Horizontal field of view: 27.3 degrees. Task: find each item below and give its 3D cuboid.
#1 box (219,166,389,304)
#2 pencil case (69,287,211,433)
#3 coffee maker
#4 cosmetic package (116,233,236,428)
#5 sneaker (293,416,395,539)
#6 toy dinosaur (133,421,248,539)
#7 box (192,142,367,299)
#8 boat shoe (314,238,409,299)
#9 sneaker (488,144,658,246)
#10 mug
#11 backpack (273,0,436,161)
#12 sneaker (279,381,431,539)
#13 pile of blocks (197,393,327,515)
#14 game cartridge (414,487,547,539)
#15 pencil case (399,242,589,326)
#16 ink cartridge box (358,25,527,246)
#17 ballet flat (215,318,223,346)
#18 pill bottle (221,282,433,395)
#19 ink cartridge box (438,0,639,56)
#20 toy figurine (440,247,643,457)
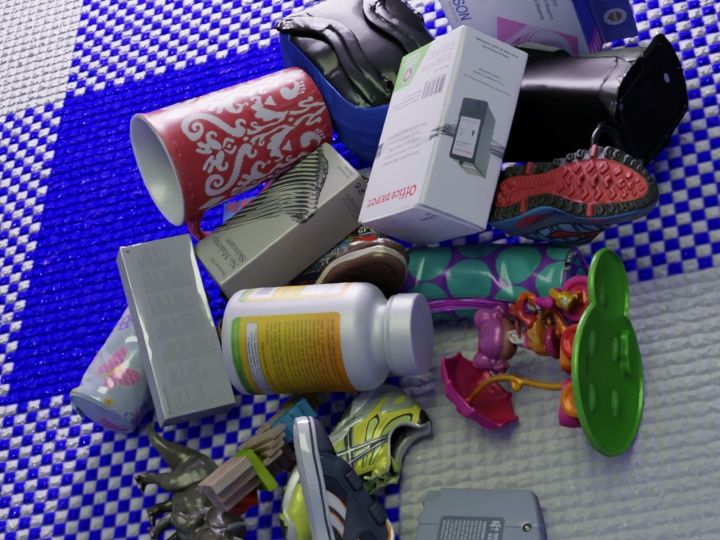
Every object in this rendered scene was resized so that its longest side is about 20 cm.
[{"bbox_3d":[-0.065,-0.039,1.731,0.200,0.038,0.137,-14,51,16],"label":"box"},{"bbox_3d":[-0.251,0.086,1.693,0.091,0.083,0.200,19,65,19],"label":"pencil case"},{"bbox_3d":[0.222,-0.177,1.611,0.200,0.135,0.192,6,22,42],"label":"coffee maker"},{"bbox_3d":[-0.206,0.066,1.638,0.082,0.051,0.200,-11,75,-21],"label":"cosmetic package"},{"bbox_3d":[-0.013,0.233,1.433,0.079,0.200,0.078,-12,4,-7],"label":"sneaker"},{"bbox_3d":[-0.177,0.242,1.562,0.102,0.077,0.200,-19,44,-5],"label":"toy dinosaur"},{"bbox_3d":[-0.084,-0.047,1.675,0.200,0.068,0.082,-39,49,-7],"label":"box"},{"bbox_3d":[-0.006,-0.003,1.588,0.202,0.075,0.075,-35,34,57],"label":"boat shoe"},{"bbox_3d":[0.221,-0.069,1.495,0.200,0.095,0.079,-1,66,43],"label":"sneaker"},{"bbox_3d":[-0.146,-0.138,1.704,0.200,0.178,0.134,-25,66,-21],"label":"mug"},{"bbox_3d":[0.022,-0.220,1.739,0.162,0.168,0.200,-31,50,-13],"label":"backpack"},{"bbox_3d":[-0.007,0.201,1.499,0.076,0.075,0.200,24,69,37],"label":"sneaker"},{"bbox_3d":[-0.079,0.186,1.514,0.082,0.062,0.200,-30,9,47],"label":"pile of blocks"},{"bbox_3d":[0.108,0.301,1.395,0.133,0.040,0.200,-4,54,27],"label":"game cartridge"},{"bbox_3d":[0.140,0.016,1.562,0.200,0.085,0.092,-1,35,25],"label":"pencil case"},{"bbox_3d":[0.085,-0.136,1.557,0.145,0.084,0.200,-13,59,64],"label":"ink cartridge box"},{"bbox_3d":[-0.077,0.082,1.621,0.200,0.065,0.071,1,32,24],"label":"ballet flat"},{"bbox_3d":[-0.031,0.069,1.518,0.200,0.111,0.111,-4,54,19],"label":"pill bottle"},{"bbox_3d":[0.203,-0.298,1.697,0.200,0.196,0.043,-10,53,19],"label":"ink cartridge box"},{"bbox_3d":[0.165,0.083,1.462,0.184,0.150,0.200,-5,79,34],"label":"toy figurine"}]
